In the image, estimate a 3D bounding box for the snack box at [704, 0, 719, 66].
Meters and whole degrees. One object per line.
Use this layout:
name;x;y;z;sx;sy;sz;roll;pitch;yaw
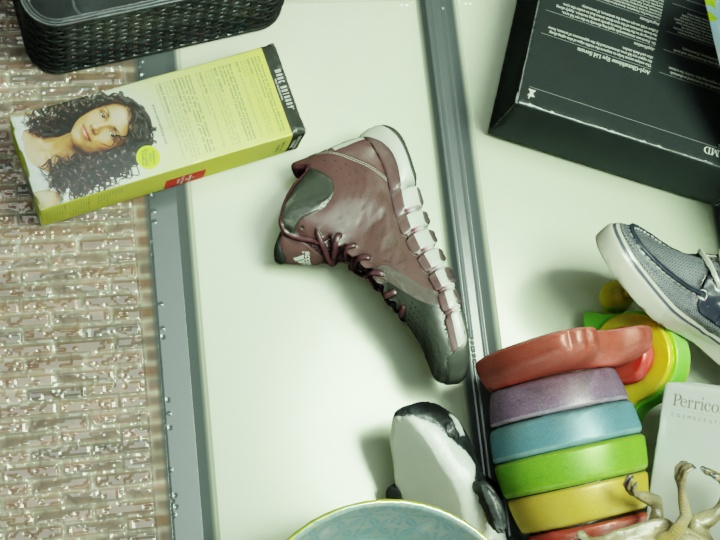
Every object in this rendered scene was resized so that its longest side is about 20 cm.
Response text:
snack box;0.340;-0.138;0.989;0.168;0.067;0.201;-37;115;-40

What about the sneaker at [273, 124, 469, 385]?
sneaker;0.000;0.000;0.961;0.115;0.076;0.201;-16;71;-10

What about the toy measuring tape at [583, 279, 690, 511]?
toy measuring tape;0.213;0.101;0.971;0.073;0.074;0.202;-6;74;-13

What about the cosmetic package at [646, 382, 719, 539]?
cosmetic package;0.253;0.183;0.922;0.074;0.101;0.202;9;87;-53

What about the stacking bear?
stacking bear;0.151;0.149;0.905;0.121;0.113;0.202;1;73;-49

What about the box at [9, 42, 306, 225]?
box;-0.144;-0.098;0.957;0.199;0.050;0.076;-19;82;-16

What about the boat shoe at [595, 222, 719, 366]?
boat shoe;0.262;0.006;0.962;0.199;0.093;0.075;33;29;-31

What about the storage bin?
storage bin;-0.157;-0.237;0.964;0.198;0.094;0.136;-15;81;-14

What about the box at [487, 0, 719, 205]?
box;0.214;-0.150;1.029;0.198;0.079;0.142;17;72;-8

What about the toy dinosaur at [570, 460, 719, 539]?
toy dinosaur;0.222;0.182;0.853;0.199;0.058;0.102;24;92;-11

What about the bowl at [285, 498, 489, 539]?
bowl;0.008;0.254;0.879;0.198;0.108;0.202;3;77;-11

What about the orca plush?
orca plush;0.089;0.174;0.931;0.071;0.105;0.201;-30;85;-40
